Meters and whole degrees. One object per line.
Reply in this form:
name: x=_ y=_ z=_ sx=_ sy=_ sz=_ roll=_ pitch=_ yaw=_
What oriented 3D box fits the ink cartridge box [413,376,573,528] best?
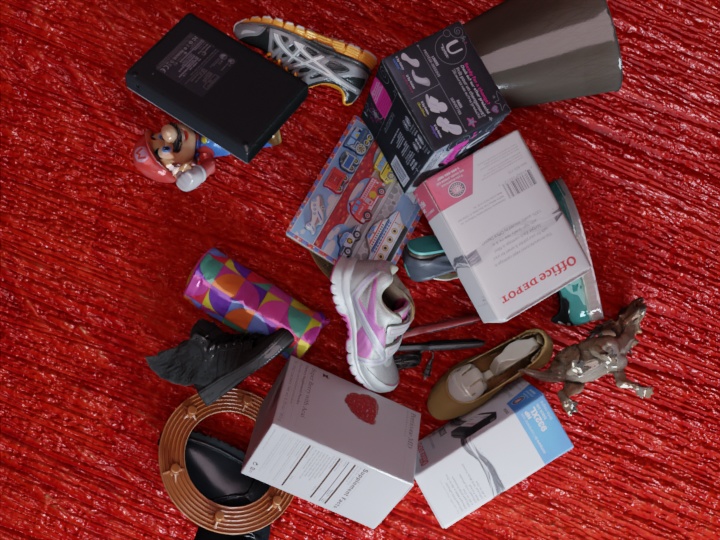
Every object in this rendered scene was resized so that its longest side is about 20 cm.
ink cartridge box: x=0.167 y=0.239 z=1.149 sx=0.198 sy=0.145 sz=0.084 roll=-32 pitch=93 yaw=0

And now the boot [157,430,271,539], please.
boot: x=-0.203 y=0.320 z=1.137 sx=0.198 sy=0.077 sz=0.170 roll=25 pitch=53 yaw=-8

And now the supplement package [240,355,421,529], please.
supplement package: x=-0.036 y=0.226 z=1.123 sx=0.198 sy=0.122 sz=0.120 roll=25 pitch=129 yaw=-11

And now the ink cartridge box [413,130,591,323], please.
ink cartridge box: x=0.179 y=-0.052 z=1.096 sx=0.145 sy=0.083 sz=0.202 roll=-28 pitch=89 yaw=-10

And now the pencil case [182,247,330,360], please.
pencil case: x=-0.142 y=0.050 z=1.164 sx=0.198 sy=0.088 sz=0.089 roll=32 pitch=92 yaw=-5

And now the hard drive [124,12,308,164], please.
hard drive: x=-0.186 y=-0.242 z=1.119 sx=0.199 sy=0.033 sz=0.140 roll=32 pitch=63 yaw=10

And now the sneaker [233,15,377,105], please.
sneaker: x=-0.080 y=-0.286 z=1.151 sx=0.197 sy=0.078 sz=0.078 roll=19 pitch=101 yaw=-2

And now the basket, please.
basket: x=0.221 y=-0.290 z=1.133 sx=0.197 sy=0.136 sz=0.183 roll=-20 pitch=87 yaw=3

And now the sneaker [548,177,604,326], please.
sneaker: x=0.274 y=-0.023 z=1.175 sx=0.079 sy=0.071 sz=0.203 roll=-14 pitch=83 yaw=15

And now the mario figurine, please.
mario figurine: x=-0.208 y=-0.181 z=1.130 sx=0.197 sy=0.124 sz=0.107 roll=-21 pitch=119 yaw=-6

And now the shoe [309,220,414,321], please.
shoe: x=0.000 y=0.000 z=1.181 sx=0.200 sy=0.053 sz=0.070 roll=47 pitch=108 yaw=5

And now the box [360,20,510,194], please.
box: x=0.090 y=-0.198 z=1.082 sx=0.114 sy=0.200 sz=0.133 roll=-29 pitch=86 yaw=-10

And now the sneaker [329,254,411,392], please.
sneaker: x=0.026 y=0.073 z=1.109 sx=0.087 sy=0.082 sz=0.202 roll=-5 pitch=119 yaw=20

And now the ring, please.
ring: x=-0.170 y=0.248 z=1.139 sx=0.198 sy=0.019 sz=0.203 roll=14 pitch=55 yaw=-21

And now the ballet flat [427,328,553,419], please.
ballet flat: x=0.176 y=0.137 z=1.182 sx=0.198 sy=0.063 sz=0.069 roll=-32 pitch=66 yaw=-2

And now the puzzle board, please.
puzzle board: x=0.009 y=-0.094 z=1.158 sx=0.149 sy=0.017 sz=0.202 roll=30 pitch=72 yaw=-3

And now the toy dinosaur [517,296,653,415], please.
toy dinosaur: x=0.310 y=0.119 z=1.164 sx=0.197 sy=0.136 sz=0.087 roll=-17 pitch=111 yaw=5

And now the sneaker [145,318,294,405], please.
sneaker: x=-0.185 y=0.104 z=1.123 sx=0.199 sy=0.060 sz=0.105 roll=-36 pitch=87 yaw=24

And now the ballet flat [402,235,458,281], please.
ballet flat: x=0.148 y=-0.025 z=1.175 sx=0.197 sy=0.073 sz=0.074 roll=-13 pitch=94 yaw=-17

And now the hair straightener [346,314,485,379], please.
hair straightener: x=0.079 y=0.117 z=1.192 sx=0.197 sy=0.041 sz=0.078 roll=-12 pitch=93 yaw=-1
